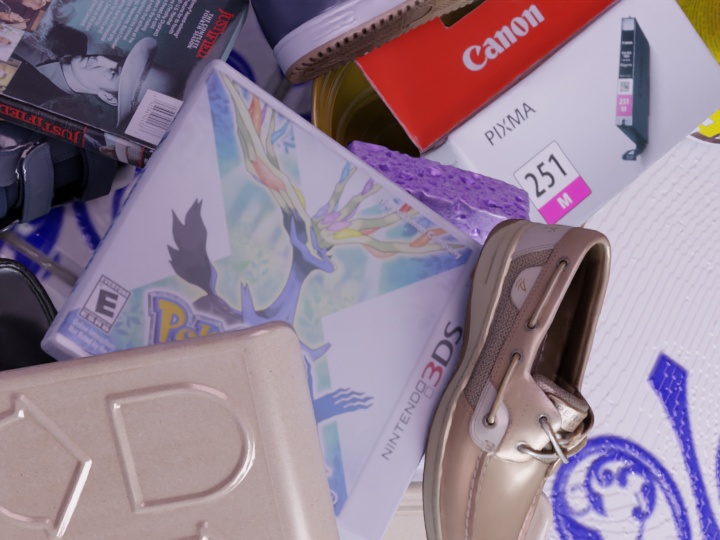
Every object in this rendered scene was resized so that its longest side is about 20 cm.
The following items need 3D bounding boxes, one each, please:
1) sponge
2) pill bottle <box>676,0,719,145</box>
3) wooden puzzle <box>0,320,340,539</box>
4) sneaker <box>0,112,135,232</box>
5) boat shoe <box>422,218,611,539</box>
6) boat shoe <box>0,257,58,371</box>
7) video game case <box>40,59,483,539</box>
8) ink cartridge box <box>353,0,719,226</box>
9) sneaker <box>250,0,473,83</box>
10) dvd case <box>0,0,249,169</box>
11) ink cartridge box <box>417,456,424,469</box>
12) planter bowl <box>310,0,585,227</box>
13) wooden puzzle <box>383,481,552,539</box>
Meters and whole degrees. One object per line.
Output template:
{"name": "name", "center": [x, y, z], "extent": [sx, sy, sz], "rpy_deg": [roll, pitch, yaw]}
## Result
{"name": "sponge", "center": [0.000, 0.000, 1.339], "extent": [0.111, 0.200, 0.030], "rpy_deg": [14, 54, -23]}
{"name": "pill bottle", "center": [0.275, -0.156, 1.511], "extent": [0.109, 0.200, 0.109], "rpy_deg": [6, 75, -24]}
{"name": "wooden puzzle", "center": [-0.114, 0.119, 1.134], "extent": [0.200, 0.046, 0.185], "rpy_deg": [-12, 114, -2]}
{"name": "sneaker", "center": [-0.174, -0.074, 1.332], "extent": [0.079, 0.078, 0.200], "rpy_deg": [37, 61, 10]}
{"name": "boat shoe", "center": [0.083, 0.072, 1.202], "extent": [0.071, 0.064, 0.200], "rpy_deg": [17, 82, -52]}
{"name": "boat shoe", "center": [-0.174, 0.084, 1.309], "extent": [0.072, 0.068, 0.200], "rpy_deg": [-14, 82, -26]}
{"name": "video game case", "center": [-0.037, 0.018, 1.190], "extent": [0.200, 0.022, 0.182], "rpy_deg": [35, 64, -14]}
{"name": "ink cartridge box", "center": [0.112, -0.124, 1.419], "extent": [0.200, 0.044, 0.174], "rpy_deg": [-39, 97, -28]}
{"name": "sneaker", "center": [0.019, -0.199, 1.369], "extent": [0.200, 0.070, 0.109], "rpy_deg": [-28, 80, -16]}
{"name": "dvd case", "center": [-0.178, -0.137, 1.322], "extent": [0.200, 0.022, 0.146], "rpy_deg": [18, 47, 2]}
{"name": "ink cartridge box", "center": [-0.043, 0.078, 1.300], "extent": [0.145, 0.200, 0.084], "rpy_deg": [3, 74, -25]}
{"name": "planter bowl", "center": [0.044, -0.077, 1.445], "extent": [0.200, 0.083, 0.201], "rpy_deg": [7, 74, -24]}
{"name": "wooden puzzle", "center": [-0.006, 0.194, 1.330], "extent": [0.200, 0.037, 0.185], "rpy_deg": [5, 119, -23]}
